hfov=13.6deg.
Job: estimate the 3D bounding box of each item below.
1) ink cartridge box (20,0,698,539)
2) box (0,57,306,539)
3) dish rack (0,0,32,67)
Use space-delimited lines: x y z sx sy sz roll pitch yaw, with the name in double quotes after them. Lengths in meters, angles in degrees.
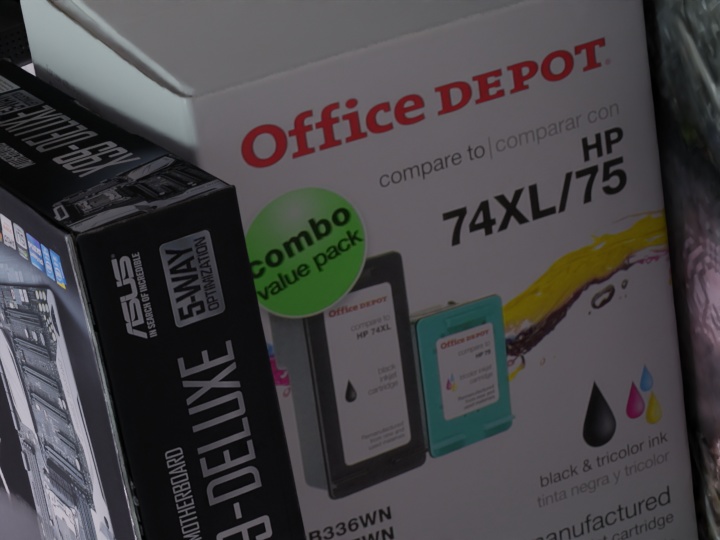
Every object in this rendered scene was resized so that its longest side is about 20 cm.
0.000 0.000 0.922 0.146 0.146 0.201 -141 38 -59 "ink cartridge box"
-0.077 0.035 0.867 0.200 0.049 0.159 30 134 62 "box"
-0.144 -0.174 1.187 0.054 0.153 0.201 25 131 48 "dish rack"
